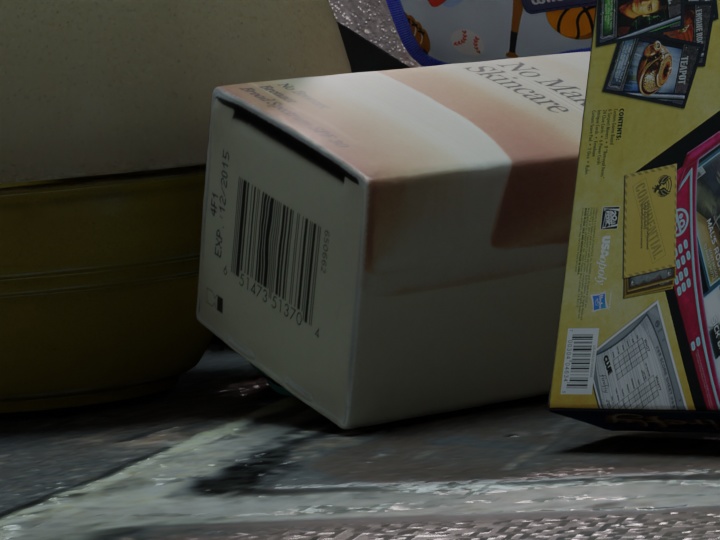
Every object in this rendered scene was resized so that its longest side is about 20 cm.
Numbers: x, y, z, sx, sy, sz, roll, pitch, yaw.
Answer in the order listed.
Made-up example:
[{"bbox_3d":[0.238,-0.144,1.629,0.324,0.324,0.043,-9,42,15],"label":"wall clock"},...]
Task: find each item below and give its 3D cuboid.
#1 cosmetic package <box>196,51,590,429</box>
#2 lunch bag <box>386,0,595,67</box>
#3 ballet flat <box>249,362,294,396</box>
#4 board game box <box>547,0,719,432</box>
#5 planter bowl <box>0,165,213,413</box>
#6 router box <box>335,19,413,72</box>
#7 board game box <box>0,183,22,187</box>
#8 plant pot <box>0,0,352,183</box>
[{"bbox_3d":[0.056,-0.017,0.940,0.200,0.087,0.103,-8,24,-33],"label":"cosmetic package"},{"bbox_3d":[0.108,-0.140,1.238,0.170,0.124,0.200,-6,-25,24],"label":"lunch bag"},{"bbox_3d":[0.000,0.000,1.050,0.067,0.071,0.200,-4,5,14],"label":"ballet flat"},{"bbox_3d":[0.126,-0.055,0.780,0.135,0.200,0.035,-1,-13,41],"label":"board game box"},{"bbox_3d":[-0.115,0.006,1.020,0.200,0.084,0.200,-5,5,0],"label":"planter bowl"},{"bbox_3d":[-0.003,-0.072,1.280,0.200,0.052,0.157,29,0,-39],"label":"router box"},{"bbox_3d":[-0.178,-0.027,1.213,0.103,0.105,0.200,-33,16,-23],"label":"board game box"},{"bbox_3d":[-0.103,-0.103,1.006,0.200,0.135,0.200,-5,5,0],"label":"plant pot"}]
